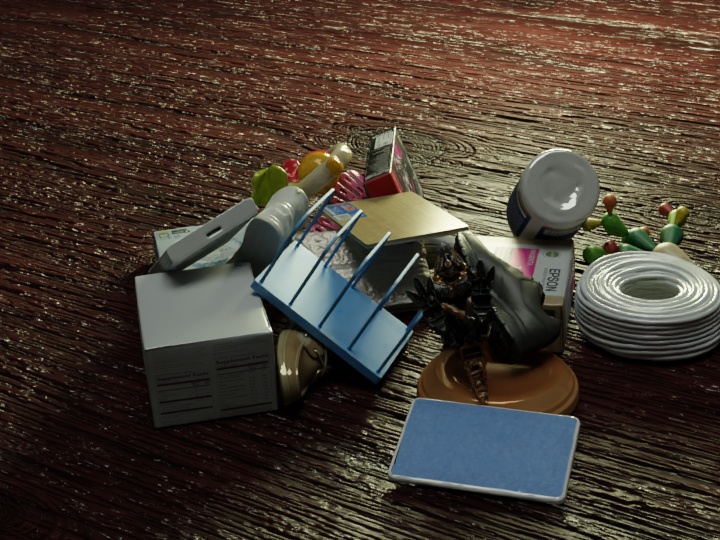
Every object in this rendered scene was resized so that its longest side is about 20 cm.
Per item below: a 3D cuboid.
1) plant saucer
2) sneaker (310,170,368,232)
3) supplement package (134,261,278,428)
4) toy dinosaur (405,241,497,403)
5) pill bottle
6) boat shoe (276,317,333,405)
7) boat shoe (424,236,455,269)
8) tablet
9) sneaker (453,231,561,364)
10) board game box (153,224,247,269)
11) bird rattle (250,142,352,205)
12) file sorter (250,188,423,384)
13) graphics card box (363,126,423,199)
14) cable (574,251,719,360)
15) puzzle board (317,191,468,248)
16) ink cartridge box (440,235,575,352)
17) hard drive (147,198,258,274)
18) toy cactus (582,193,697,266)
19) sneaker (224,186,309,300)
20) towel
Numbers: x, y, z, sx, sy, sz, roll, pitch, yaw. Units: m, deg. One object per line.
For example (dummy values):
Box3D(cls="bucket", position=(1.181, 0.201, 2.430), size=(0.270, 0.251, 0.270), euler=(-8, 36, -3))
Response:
Box3D(cls="plant saucer", position=(0.166, 0.133, 1.618), size=(0.197, 0.038, 0.201), euler=(-3, 26, 1))
Box3D(cls="sneaker", position=(-0.041, -0.054, 1.986), size=(0.073, 0.088, 0.201), euler=(23, 52, -1))
Box3D(cls="supplement package", position=(-0.195, 0.088, 1.663), size=(0.154, 0.112, 0.200), euler=(-7, 26, -10))
Box3D(cls="toy dinosaur", position=(0.126, 0.053, 1.580), size=(0.102, 0.136, 0.201), euler=(-34, 63, -4))
Box3D(cls="pill bottle", position=(0.267, -0.092, 1.891), size=(0.110, 0.112, 0.200), euler=(-5, -12, -4))
Box3D(cls="boat shoe", position=(-0.066, 0.102, 1.665), size=(0.064, 0.072, 0.200), euler=(-1, 25, 6))
Box3D(cls="boat shoe", position=(0.047, -0.007, 1.899), size=(0.198, 0.072, 0.063), euler=(-8, 63, -12))
Box3D(cls="tablet", position=(0.139, 0.200, 1.488), size=(0.198, 0.014, 0.131), euler=(6, 40, 16))
Box3D(cls="sneaker", position=(0.179, 0.028, 1.660), size=(0.090, 0.076, 0.201), euler=(-17, 56, -17))
Box3D(cls="board game box", position=(-0.194, -0.013, 1.943), size=(0.198, 0.044, 0.199), euler=(-8, 26, -11))
Box3D(cls="bird rattle", position=(-0.076, -0.127, 1.974), size=(0.162, 0.113, 0.200), euler=(-34, 4, 18))
Box3D(cls="file sorter", position=(-0.008, 0.012, 1.675), size=(0.199, 0.123, 0.139), euler=(37, 29, 3))
Box3D(cls="graphics card box", position=(0.053, -0.126, 2.050), size=(0.050, 0.126, 0.200), euler=(-21, 22, 12))
Box3D(cls="cable", position=(0.379, 0.044, 1.738), size=(0.198, 0.070, 0.200), euler=(11, 29, 26))
Box3D(cls="puzzle board", position=(0.042, -0.068, 1.843), size=(0.149, 0.018, 0.200), euler=(-11, 20, -18))
Box3D(cls="ink cartridge box", position=(0.200, 0.027, 1.787), size=(0.163, 0.076, 0.200), euler=(2, 26, 12))
Box3D(cls="hard drive", position=(-0.212, -0.036, 1.769), size=(0.131, 0.026, 0.200), euler=(-33, 1, -18))
Box3D(cls="toy cactus", position=(0.416, -0.043, 1.904), size=(0.198, 0.103, 0.165), euler=(-12, 36, -36))
Box3D(cls="sneaker", position=(-0.127, -0.028, 1.805), size=(0.073, 0.200, 0.116), euler=(36, 44, 1))
Box3D(cls="towel", position=(0.000, 0.000, 1.832), size=(0.197, 0.035, 0.134), euler=(-8, 64, -10))
